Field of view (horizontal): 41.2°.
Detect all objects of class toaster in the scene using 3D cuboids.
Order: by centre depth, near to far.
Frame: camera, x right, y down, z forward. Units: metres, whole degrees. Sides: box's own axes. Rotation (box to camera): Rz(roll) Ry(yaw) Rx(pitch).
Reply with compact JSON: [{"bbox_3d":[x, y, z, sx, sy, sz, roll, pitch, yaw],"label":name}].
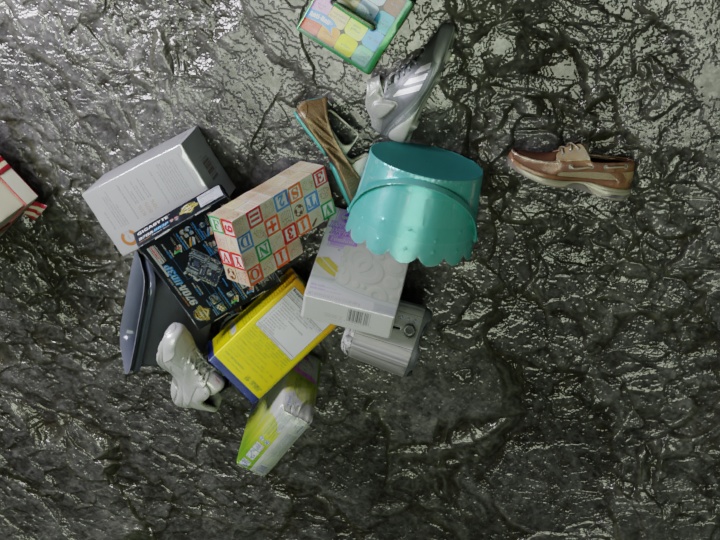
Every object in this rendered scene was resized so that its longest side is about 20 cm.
[{"bbox_3d":[0.042,0.106,1.593,0.129,0.200,0.114,19,78,4],"label":"toaster"}]

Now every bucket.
[{"bbox_3d":[0.087,-0.106,1.459,0.207,0.207,0.135,12,113,3],"label":"bucket"}]

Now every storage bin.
[{"bbox_3d":[-0.332,0.071,1.654,0.134,0.146,0.200,5,120,-24],"label":"storage bin"}]

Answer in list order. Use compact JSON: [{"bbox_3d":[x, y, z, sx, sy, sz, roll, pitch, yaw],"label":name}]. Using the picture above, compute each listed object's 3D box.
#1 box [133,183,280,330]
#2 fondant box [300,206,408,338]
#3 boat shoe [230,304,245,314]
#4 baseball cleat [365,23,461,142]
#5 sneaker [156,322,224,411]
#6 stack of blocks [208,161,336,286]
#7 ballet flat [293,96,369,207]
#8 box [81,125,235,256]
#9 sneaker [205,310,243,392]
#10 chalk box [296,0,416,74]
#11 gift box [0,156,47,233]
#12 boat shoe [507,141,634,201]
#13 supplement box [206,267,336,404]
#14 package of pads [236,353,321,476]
[{"bbox_3d":[-0.240,-0.018,1.526,0.159,0.046,0.200,-31,129,-2],"label":"box"},{"bbox_3d":[0.000,0.000,1.517,0.144,0.200,0.058,14,138,3],"label":"fondant box"},{"bbox_3d":[-0.197,-0.013,1.616,0.072,0.072,0.200,2,121,-2],"label":"boat shoe"},{"bbox_3d":[0.069,-0.289,1.439,0.106,0.070,0.200,23,116,-3],"label":"baseball cleat"},{"bbox_3d":[-0.272,0.163,1.597,0.099,0.078,0.200,15,142,21],"label":"sneaker"},{"bbox_3d":[-0.131,-0.076,1.496,0.059,0.200,0.115,17,131,42],"label":"stack of blocks"},{"bbox_3d":[-0.029,-0.188,1.516,0.072,0.068,0.200,-31,105,0],"label":"ballet flat"},{"bbox_3d":[-0.328,-0.129,1.564,0.200,0.098,0.125,-23,111,18],"label":"box"},{"bbox_3d":[-0.238,0.159,1.693,0.074,0.088,0.200,30,118,-15],"label":"sneaker"},{"bbox_3d":[-0.002,-0.365,1.339,0.124,0.200,0.124,32,116,-7],"label":"chalk box"},{"bbox_3d":[-0.649,-0.113,1.569,0.200,0.187,0.185,-27,108,36],"label":"gift box"},{"bbox_3d":[0.324,-0.164,1.464,0.200,0.076,0.072,11,114,-7],"label":"boat shoe"},{"bbox_3d":[-0.148,0.107,1.607,0.200,0.110,0.109,-43,105,-1],"label":"supplement box"},{"bbox_3d":[-0.136,0.237,1.657,0.068,0.200,0.155,32,116,-14],"label":"package of pads"}]
